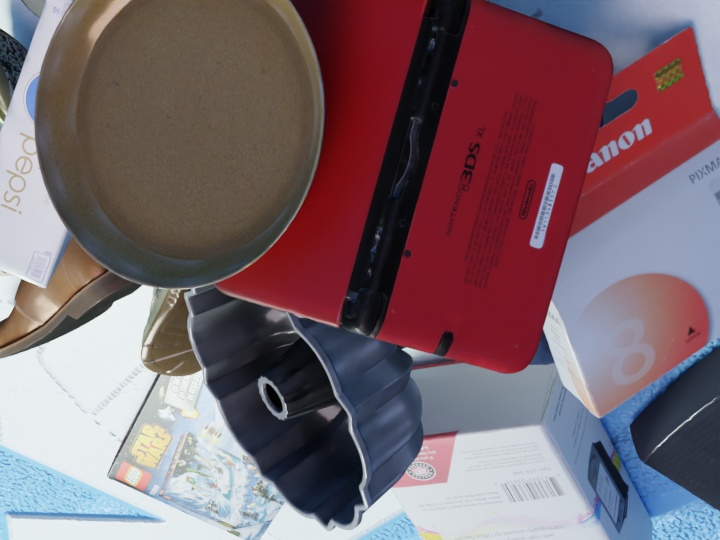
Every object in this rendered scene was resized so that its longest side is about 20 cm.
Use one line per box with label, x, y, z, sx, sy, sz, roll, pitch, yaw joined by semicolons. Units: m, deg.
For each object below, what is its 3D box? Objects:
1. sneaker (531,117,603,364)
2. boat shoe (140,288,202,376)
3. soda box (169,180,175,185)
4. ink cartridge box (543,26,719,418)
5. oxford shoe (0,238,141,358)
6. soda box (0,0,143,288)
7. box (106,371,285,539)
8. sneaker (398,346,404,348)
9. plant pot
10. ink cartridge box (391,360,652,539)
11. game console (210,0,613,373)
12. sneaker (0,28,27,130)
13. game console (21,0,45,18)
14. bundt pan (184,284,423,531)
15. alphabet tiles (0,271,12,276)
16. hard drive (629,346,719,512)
sneaker;0.137;-0.033;1.310;0.080;0.146;0.201;30;106;40
boat shoe;-0.106;-0.011;1.405;0.073;0.063;0.200;16;129;-26
soda box;-0.012;-0.031;1.226;0.199;0.068;0.064;25;166;8
ink cartridge box;0.177;-0.027;1.242;0.162;0.050;0.200;-32;131;-11
oxford shoe;-0.225;0.011;1.490;0.200;0.071;0.071;-33;86;47
soda box;-0.192;-0.093;1.281;0.063;0.068;0.201;23;118;-5
box;-0.105;0.124;1.565;0.136;0.040;0.200;25;136;-7
sneaker;0.000;0.000;1.398;0.116;0.075;0.200;67;157;8
plant pot;-0.103;-0.090;1.174;0.199;0.027;0.201;1;92;27
ink cartridge box;0.114;0.160;1.488;0.147;0.086;0.200;-10;130;27
game console;0.030;-0.059;1.175;0.172;0.201;0.119;16;180;-24
sneaker;-0.182;-0.100;1.362;0.088;0.077;0.200;-25;127;22
game console;-0.111;-0.192;1.264;0.199;0.031;0.177;27;136;-8
bundt pan;-0.029;0.068;1.332;0.202;0.076;0.202;42;148;34
alphabet tiles;-0.323;-0.072;1.476;0.166;0.006;0.201;1;133;18
hard drive;0.292;0.105;1.400;0.135;0.042;0.200;33;135;-13
